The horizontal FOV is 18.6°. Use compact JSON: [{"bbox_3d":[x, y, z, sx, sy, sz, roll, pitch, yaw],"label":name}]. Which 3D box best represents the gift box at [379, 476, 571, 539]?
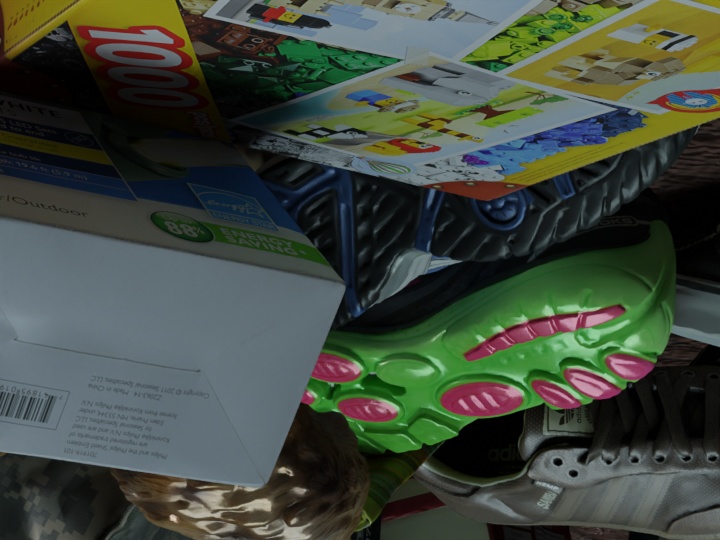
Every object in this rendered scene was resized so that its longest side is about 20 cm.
[{"bbox_3d":[-0.006,0.134,1.081,0.186,0.201,0.184,-14,161,17],"label":"gift box"}]

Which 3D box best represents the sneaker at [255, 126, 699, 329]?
[{"bbox_3d":[0.034,-0.042,0.702,0.200,0.076,0.077,-20,-169,47],"label":"sneaker"}]

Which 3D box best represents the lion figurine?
[{"bbox_3d":[-0.066,0.006,0.707,0.122,0.073,0.201,4,123,22],"label":"lion figurine"}]

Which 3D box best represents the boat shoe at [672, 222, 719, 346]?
[{"bbox_3d":[0.169,0.002,0.814,0.070,0.064,0.200,17,175,-31],"label":"boat shoe"}]

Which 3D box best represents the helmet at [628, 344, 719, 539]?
[{"bbox_3d":[0.222,0.102,0.970,0.199,0.191,0.200,28,170,6],"label":"helmet"}]

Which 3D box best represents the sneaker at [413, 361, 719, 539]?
[{"bbox_3d":[0.104,0.071,0.889,0.199,0.071,0.075,-12,156,34],"label":"sneaker"}]

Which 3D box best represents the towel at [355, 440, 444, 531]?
[{"bbox_3d":[0.031,0.048,0.894,0.086,0.018,0.200,-7,-156,45],"label":"towel"}]

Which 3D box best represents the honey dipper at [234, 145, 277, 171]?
[{"bbox_3d":[-0.039,-0.052,0.734,0.038,0.038,0.200,4,163,0],"label":"honey dipper"}]

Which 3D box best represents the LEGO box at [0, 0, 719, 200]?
[{"bbox_3d":[0.022,-0.083,0.476,0.148,0.078,0.200,11,165,-27],"label":"LEGO box"}]

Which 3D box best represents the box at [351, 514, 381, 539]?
[{"bbox_3d":[-0.075,0.089,0.973,0.163,0.201,0.086,2,167,11],"label":"box"}]

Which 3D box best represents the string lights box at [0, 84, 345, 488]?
[{"bbox_3d":[-0.092,-0.026,0.562,0.102,0.059,0.200,11,-158,-30],"label":"string lights box"}]

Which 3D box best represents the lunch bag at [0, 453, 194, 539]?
[{"bbox_3d":[-0.155,0.060,0.860,0.199,0.118,0.164,30,175,11],"label":"lunch bag"}]

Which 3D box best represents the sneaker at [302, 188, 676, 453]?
[{"bbox_3d":[0.029,0.012,0.802,0.199,0.084,0.077,-8,132,33],"label":"sneaker"}]
